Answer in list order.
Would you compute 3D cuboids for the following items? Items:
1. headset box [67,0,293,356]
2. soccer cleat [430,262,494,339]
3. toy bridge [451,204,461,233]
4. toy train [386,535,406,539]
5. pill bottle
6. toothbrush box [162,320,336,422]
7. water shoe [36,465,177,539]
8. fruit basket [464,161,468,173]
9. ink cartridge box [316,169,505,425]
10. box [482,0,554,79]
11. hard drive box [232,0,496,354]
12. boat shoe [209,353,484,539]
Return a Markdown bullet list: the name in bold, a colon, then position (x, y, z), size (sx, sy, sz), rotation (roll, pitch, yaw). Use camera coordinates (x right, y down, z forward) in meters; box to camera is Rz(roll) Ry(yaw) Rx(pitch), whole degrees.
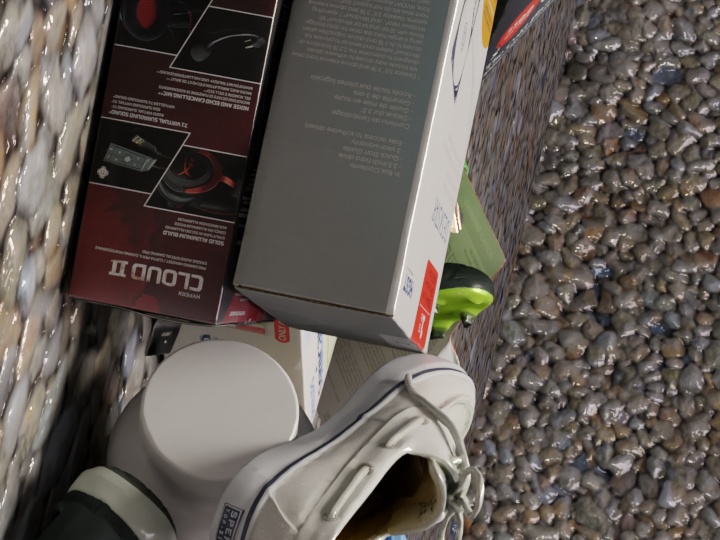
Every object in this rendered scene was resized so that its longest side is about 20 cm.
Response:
- **headset box**: position (-0.072, -0.058, 1.128), size (0.149, 0.075, 0.201), rotation (-2, 103, -81)
- **soccer cleat**: position (0.000, 0.000, 1.422), size (0.067, 0.199, 0.081), rotation (16, 75, -42)
- **toy bridge**: position (0.031, -0.096, 1.527), size (0.067, 0.027, 0.201), rotation (-27, -100, 56)
- **toy train**: position (-0.027, 0.199, 1.645), size (0.087, 0.114, 0.201), rotation (-72, 170, -58)
- **pill bottle**: position (-0.074, 0.114, 1.172), size (0.200, 0.104, 0.105), rotation (100, 5, -58)
- **toothbrush box**: position (-0.045, -0.034, 1.318), size (0.146, 0.086, 0.201), rotation (90, 15, -56)
- **water shoe**: position (-0.132, 0.170, 1.122), size (0.079, 0.071, 0.200), rotation (-41, 151, -32)
- **fruit basket**: position (0.017, -0.012, 1.646), size (0.185, 0.093, 0.201), rotation (104, -6, -65)
- **ink cartridge box**: position (0.028, 0.010, 1.491), size (0.200, 0.057, 0.163), rotation (-51, -136, 31)
- **box**: position (0.098, -0.230, 1.346), size (0.200, 0.104, 0.182), rotation (-48, 173, -19)
- **hard drive box**: position (0.007, -0.072, 1.123), size (0.156, 0.076, 0.201), rotation (44, 58, -80)
- **boat shoe**: position (0.020, 0.098, 1.099), size (0.202, 0.086, 0.075), rotation (-25, 130, -57)
